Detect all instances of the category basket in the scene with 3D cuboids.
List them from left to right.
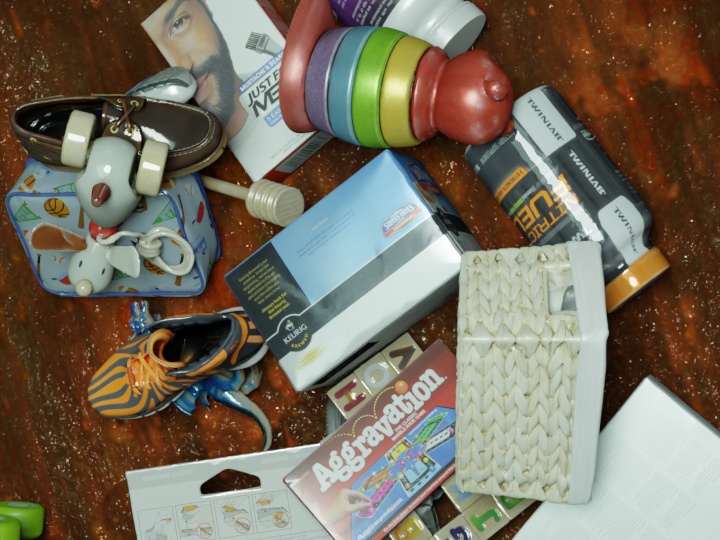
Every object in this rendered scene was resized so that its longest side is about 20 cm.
[{"bbox_3d":[0.143,0.088,1.225,0.122,0.136,0.201,2,128,4],"label":"basket"}]

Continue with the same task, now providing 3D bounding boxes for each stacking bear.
[{"bbox_3d":[0.039,-0.160,1.245,0.198,0.122,0.114,11,59,20],"label":"stacking bear"}]

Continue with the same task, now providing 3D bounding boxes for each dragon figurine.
[{"bbox_3d":[-0.156,0.107,1.404,0.099,0.059,0.201,-32,78,15],"label":"dragon figurine"}]

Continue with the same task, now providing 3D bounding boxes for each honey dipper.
[{"bbox_3d":[-0.128,-0.081,1.369,0.199,0.038,0.038,21,96,47],"label":"honey dipper"}]

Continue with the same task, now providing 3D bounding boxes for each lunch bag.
[{"bbox_3d":[-0.243,-0.041,1.393,0.198,0.076,0.161,1,135,17],"label":"lunch bag"}]

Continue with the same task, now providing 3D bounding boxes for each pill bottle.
[{"bbox_3d":[0.019,-0.274,1.329,0.200,0.112,0.113,44,101,11],"label":"pill bottle"},{"bbox_3d":[0.193,-0.060,1.285,0.106,0.106,0.201,-39,80,12],"label":"pill bottle"}]

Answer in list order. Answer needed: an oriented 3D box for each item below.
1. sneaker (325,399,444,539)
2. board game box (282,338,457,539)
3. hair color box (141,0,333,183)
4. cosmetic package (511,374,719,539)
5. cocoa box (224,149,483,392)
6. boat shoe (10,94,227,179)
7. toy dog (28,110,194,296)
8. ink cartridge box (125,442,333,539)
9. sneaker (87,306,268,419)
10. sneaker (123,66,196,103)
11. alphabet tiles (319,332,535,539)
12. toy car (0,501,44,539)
[{"bbox_3d":[0.033,0.214,1.356,0.103,0.060,0.202,-11,84,7],"label":"sneaker"},{"bbox_3d":[0.035,0.166,1.320,0.200,0.019,0.103,-41,78,-14],"label":"board game box"},{"bbox_3d":[-0.110,-0.195,1.391,0.111,0.064,0.201,-39,79,13],"label":"hair color box"},{"bbox_3d":[0.258,0.220,1.296,0.151,0.052,0.200,41,100,14],"label":"cosmetic package"},{"bbox_3d":[0.000,0.000,1.323,0.199,0.133,0.132,-37,80,12],"label":"cocoa box"},{"bbox_3d":[-0.224,-0.127,1.302,0.198,0.070,0.071,-2,64,14],"label":"boat shoe"},{"bbox_3d":[-0.230,-0.042,1.269,0.131,0.097,0.201,2,131,9],"label":"toy dog"},{"bbox_3d":[-0.115,0.262,1.370,0.198,0.045,0.178,-8,94,0],"label":"ink cartridge box"},{"bbox_3d":[-0.189,0.081,1.326,0.199,0.112,0.078,-27,77,16],"label":"sneaker"},{"bbox_3d":[-0.214,-0.131,1.400,0.087,0.074,0.200,51,134,-4],"label":"sneaker"},{"bbox_3d":[0.066,0.165,1.335,0.167,0.008,0.200,-36,78,-12],"label":"alphabet tiles"},{"bbox_3d":[-0.287,0.328,1.404,0.198,0.158,0.166,5,90,3],"label":"toy car"}]
